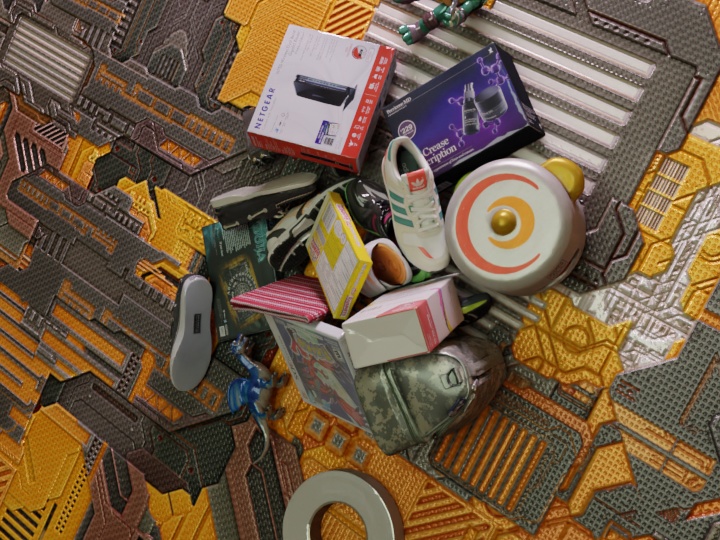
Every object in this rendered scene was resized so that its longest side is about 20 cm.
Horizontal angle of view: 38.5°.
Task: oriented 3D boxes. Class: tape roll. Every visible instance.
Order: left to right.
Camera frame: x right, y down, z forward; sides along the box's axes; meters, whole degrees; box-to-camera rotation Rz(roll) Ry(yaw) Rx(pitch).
[{"bbox_3d":[-0.029,0.410,1.597,0.201,0.037,0.205,-2,86,28],"label":"tape roll"}]

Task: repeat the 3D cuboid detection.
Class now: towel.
[{"bbox_3d":[-0.086,0.044,1.566,0.144,0.200,0.023,10,105,26],"label":"towel"}]

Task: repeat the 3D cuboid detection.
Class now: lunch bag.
[{"bbox_3d":[0.107,0.162,1.450,0.167,0.200,0.140,-28,82,23],"label":"lunch bag"}]

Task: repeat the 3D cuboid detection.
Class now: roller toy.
[{"bbox_3d":[0.217,-0.059,1.437,0.198,0.140,0.184,-3,84,23],"label":"roller toy"}]

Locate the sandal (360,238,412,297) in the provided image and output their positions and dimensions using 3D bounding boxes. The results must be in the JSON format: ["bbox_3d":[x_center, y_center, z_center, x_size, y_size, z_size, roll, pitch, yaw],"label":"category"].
[{"bbox_3d":[0.004,0.007,1.546,0.079,0.059,0.206,56,153,-12],"label":"sandal"}]

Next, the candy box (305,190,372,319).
[{"bbox_3d":[-0.035,-0.026,1.524,0.200,0.026,0.103,-114,41,-53],"label":"candy box"}]

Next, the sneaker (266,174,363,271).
[{"bbox_3d":[-0.077,-0.089,1.642,0.200,0.074,0.080,-38,38,9],"label":"sneaker"}]

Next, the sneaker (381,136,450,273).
[{"bbox_3d":[0.077,-0.096,1.452,0.070,0.093,0.201,-15,75,-5],"label":"sneaker"}]

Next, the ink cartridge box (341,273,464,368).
[{"bbox_3d":[0.069,0.066,1.432,0.116,0.200,0.068,-14,98,26],"label":"ink cartridge box"}]

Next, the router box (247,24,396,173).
[{"bbox_3d":[-0.057,-0.266,1.592,0.178,0.049,0.201,15,71,11],"label":"router box"}]

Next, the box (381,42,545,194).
[{"bbox_3d":[0.151,-0.221,1.528,0.199,0.079,0.142,-28,71,24],"label":"box"}]

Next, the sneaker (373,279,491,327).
[{"bbox_3d":[0.100,0.046,1.539,0.199,0.074,0.082,-8,78,25],"label":"sneaker"}]

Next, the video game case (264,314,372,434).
[{"bbox_3d":[-0.056,0.147,1.541,0.199,0.023,0.183,15,134,51],"label":"video game case"}]

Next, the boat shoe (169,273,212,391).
[{"bbox_3d":[-0.294,0.101,1.748,0.066,0.069,0.202,27,115,58],"label":"boat shoe"}]

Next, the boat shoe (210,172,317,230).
[{"bbox_3d":[-0.150,-0.108,1.651,0.199,0.074,0.061,-13,106,25],"label":"boat shoe"}]

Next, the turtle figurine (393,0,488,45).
[{"bbox_3d":[0.140,-0.418,1.536,0.199,0.100,0.151,-18,63,41],"label":"turtle figurine"}]

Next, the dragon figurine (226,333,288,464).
[{"bbox_3d":[-0.176,0.205,1.678,0.099,0.059,0.202,6,92,29],"label":"dragon figurine"}]

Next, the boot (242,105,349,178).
[{"bbox_3d":[-0.109,-0.210,1.678,0.173,0.069,0.201,-26,67,27],"label":"boot"}]

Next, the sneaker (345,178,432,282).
[{"bbox_3d":[0.049,-0.075,1.546,0.076,0.084,0.200,-31,63,-18],"label":"sneaker"}]

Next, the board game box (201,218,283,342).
[{"bbox_3d":[-0.191,0.009,1.719,0.134,0.028,0.202,-14,79,26],"label":"board game box"}]
